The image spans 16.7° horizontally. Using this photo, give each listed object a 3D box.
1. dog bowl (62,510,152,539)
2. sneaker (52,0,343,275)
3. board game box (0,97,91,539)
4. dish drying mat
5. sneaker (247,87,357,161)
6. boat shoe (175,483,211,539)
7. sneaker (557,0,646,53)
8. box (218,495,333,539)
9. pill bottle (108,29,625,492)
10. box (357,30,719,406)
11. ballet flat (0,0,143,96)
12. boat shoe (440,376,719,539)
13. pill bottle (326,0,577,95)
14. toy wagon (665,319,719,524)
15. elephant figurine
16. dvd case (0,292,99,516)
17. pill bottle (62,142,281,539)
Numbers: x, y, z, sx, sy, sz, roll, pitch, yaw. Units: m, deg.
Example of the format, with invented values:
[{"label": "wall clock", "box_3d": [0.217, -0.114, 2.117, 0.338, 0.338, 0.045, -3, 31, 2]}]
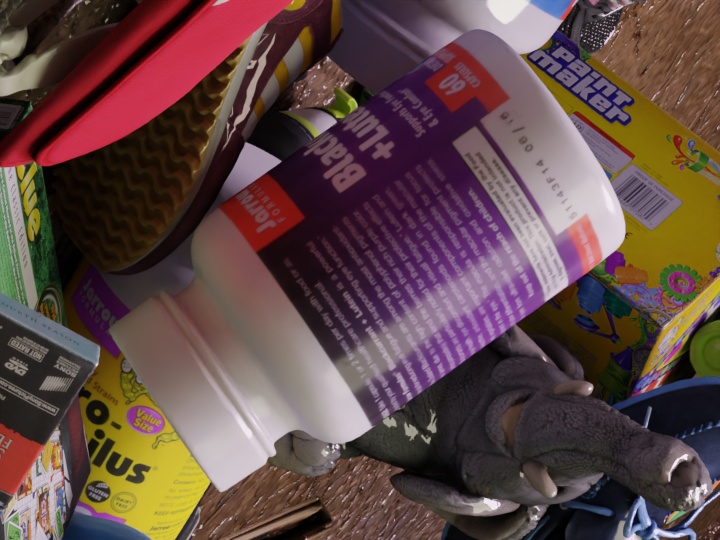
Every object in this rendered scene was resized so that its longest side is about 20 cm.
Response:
[{"label": "dog bowl", "box_3d": [-0.164, 0.146, 1.052, 0.112, 0.198, 0.050, -68, 163, -47]}, {"label": "sneaker", "box_3d": [-0.055, -0.082, 1.024, 0.090, 0.075, 0.201, -12, 140, -53]}, {"label": "board game box", "box_3d": [-0.144, 0.042, 0.983, 0.105, 0.023, 0.201, -66, 159, -48]}, {"label": "dish drying mat", "box_3d": [-0.055, -0.084, 0.847, 0.077, 0.018, 0.200, -23, 172, -40]}, {"label": "sneaker", "box_3d": [-0.044, 0.000, 1.210, 0.083, 0.072, 0.201, -28, 151, -51]}, {"label": "boat shoe", "box_3d": [-0.147, 0.155, 1.268, 0.200, 0.075, 0.061, -36, 152, -34]}, {"label": "sneaker", "box_3d": [0.132, -0.165, 1.273, 0.080, 0.086, 0.200, -42, 161, -16]}, {"label": "box", "box_3d": [-0.125, 0.185, 1.221, 0.200, 0.021, 0.163, -36, 170, 33]}, {"label": "pill bottle", "box_3d": [0.000, 0.000, 1.010, 0.199, 0.112, 0.112, -36, 160, -5]}, {"label": "box", "box_3d": [0.091, -0.003, 1.308, 0.122, 0.200, 0.193, -38, 159, -35]}, {"label": "ballet flat", "box_3d": [-0.087, -0.121, 0.886, 0.200, 0.072, 0.072, -43, 160, -22]}, {"label": "boat shoe", "box_3d": [0.126, 0.124, 1.218, 0.084, 0.069, 0.200, 24, 134, -30]}, {"label": "pill bottle", "box_3d": [0.062, -0.166, 1.072, 0.201, 0.112, 0.112, -54, 161, 13]}, {"label": "toy wagon", "box_3d": [0.186, 0.083, 1.316, 0.201, 0.040, 0.155, -58, 161, 19]}, {"label": "elephant figurine", "box_3d": [0.057, 0.072, 1.179, 0.155, 0.199, 0.142, -69, -176, -59]}, {"label": "dvd case", "box_3d": [-0.206, 0.075, 0.899, 0.201, 0.145, 0.022, -57, -165, 18]}, {"label": "pill bottle", "box_3d": [-0.094, 0.039, 1.121, 0.201, 0.104, 0.104, -58, 160, 22]}]
